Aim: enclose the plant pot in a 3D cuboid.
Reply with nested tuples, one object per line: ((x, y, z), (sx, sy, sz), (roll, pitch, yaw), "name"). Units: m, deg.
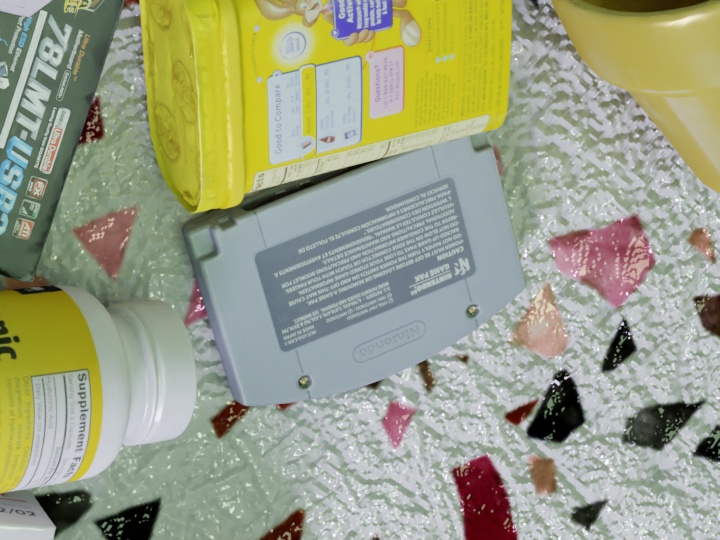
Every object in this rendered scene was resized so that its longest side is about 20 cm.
((0.230, -0.151, 1.234), (0.201, 0.201, 0.189), (-40, 129, -9), "plant pot")

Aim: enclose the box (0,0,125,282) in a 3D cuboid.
((-0.241, -0.115, 1.111), (0.198, 0.050, 0.201), (16, 96, -27), "box")

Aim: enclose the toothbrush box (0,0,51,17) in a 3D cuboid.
((-0.166, -0.244, 1.026), (0.085, 0.146, 0.201), (11, 80, -25), "toothbrush box")

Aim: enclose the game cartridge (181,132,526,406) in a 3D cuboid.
((0.000, 0.000, 1.253), (0.199, 0.042, 0.134), (-22, 115, -17), "game cartridge")

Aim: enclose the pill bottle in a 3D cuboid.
((-0.196, 0.066, 1.136), (0.199, 0.111, 0.112), (-6, 106, -34), "pill bottle")

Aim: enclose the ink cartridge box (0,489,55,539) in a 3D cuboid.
((-0.246, 0.185, 1.176), (0.114, 0.068, 0.201), (8, 100, -25), "ink cartridge box")

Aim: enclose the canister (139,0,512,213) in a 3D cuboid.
((-0.017, -0.126, 1.173), (0.199, 0.087, 0.149), (-15, 126, -21), "canister")
